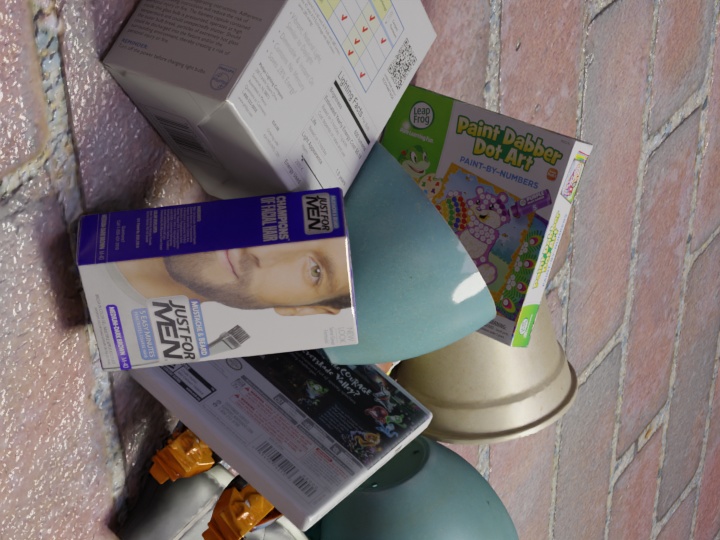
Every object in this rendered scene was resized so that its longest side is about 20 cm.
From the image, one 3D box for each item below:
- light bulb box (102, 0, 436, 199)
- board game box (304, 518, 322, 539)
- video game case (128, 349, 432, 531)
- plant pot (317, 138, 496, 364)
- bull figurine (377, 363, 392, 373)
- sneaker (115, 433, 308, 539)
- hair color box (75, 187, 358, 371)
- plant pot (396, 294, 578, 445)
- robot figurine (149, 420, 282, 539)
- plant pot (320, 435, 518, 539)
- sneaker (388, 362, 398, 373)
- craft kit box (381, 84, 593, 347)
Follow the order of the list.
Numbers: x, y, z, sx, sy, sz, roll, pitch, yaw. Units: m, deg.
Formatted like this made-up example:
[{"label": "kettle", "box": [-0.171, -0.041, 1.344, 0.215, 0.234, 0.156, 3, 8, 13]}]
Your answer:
[{"label": "light bulb box", "box": [-0.061, -0.171, 1.191, 0.201, 0.124, 0.198, -60, 150, -16]}, {"label": "board game box", "box": [-0.093, 0.278, 1.537, 0.199, 0.028, 0.137, -5, 112, -59]}, {"label": "video game case", "box": [-0.064, 0.103, 1.300, 0.181, 0.200, 0.023, -34, 157, -46]}, {"label": "plant pot", "box": [0.000, 0.000, 1.302, 0.134, 0.200, 0.201, -37, 145, -7]}, {"label": "bull figurine", "box": [-0.011, 0.011, 1.439, 0.121, 0.065, 0.202, -13, 104, -36]}, {"label": "sneaker", "box": [-0.131, 0.237, 1.382, 0.200, 0.075, 0.107, 44, 75, -36]}, {"label": "hair color box", "box": [-0.104, 0.008, 1.168, 0.065, 0.198, 0.110, -99, -178, -50]}, {"label": "plant pot", "box": [0.117, 0.048, 1.604, 0.200, 0.199, 0.185, -38, 128, -43]}, {"label": "robot figurine", "box": [-0.085, 0.142, 1.328, 0.058, 0.145, 0.200, -38, 180, 39]}, {"label": "plant pot", "box": [0.043, 0.240, 1.525, 0.200, 0.199, 0.136, -43, 125, -38]}, {"label": "sneaker", "box": [-0.013, 0.107, 1.530, 0.201, 0.078, 0.090, -60, 177, -28]}, {"label": "craft kit box", "box": [0.097, -0.054, 1.464, 0.048, 0.199, 0.199, 7, 102, -59]}]
